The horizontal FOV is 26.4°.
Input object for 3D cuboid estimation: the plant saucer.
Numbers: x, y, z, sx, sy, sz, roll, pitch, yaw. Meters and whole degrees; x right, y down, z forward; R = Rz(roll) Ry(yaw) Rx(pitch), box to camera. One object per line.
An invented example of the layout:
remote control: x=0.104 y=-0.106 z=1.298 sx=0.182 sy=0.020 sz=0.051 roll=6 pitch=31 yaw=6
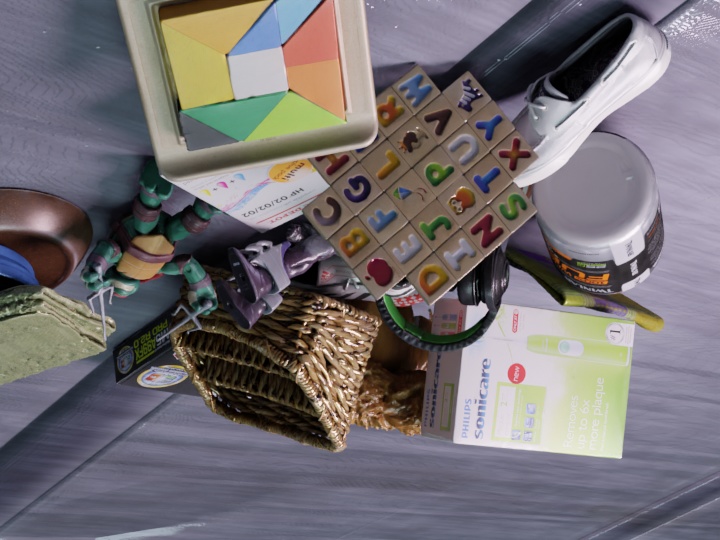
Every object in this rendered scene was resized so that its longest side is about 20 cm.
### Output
plant saucer: x=-0.352 y=-0.013 z=1.455 sx=0.199 sy=0.035 sz=0.201 roll=-9 pitch=155 yaw=-4

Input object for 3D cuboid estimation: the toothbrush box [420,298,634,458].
toothbrush box: x=0.173 y=0.112 z=1.587 sx=0.199 sy=0.147 sz=0.086 roll=9 pitch=176 yaw=-21

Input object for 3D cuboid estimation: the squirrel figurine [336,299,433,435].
squirrel figurine: x=0.031 y=0.105 z=1.676 sx=0.141 sy=0.201 sz=0.186 roll=-34 pitch=136 yaw=27

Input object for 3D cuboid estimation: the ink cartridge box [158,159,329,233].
ink cartridge box: x=-0.079 y=-0.100 z=1.359 sx=0.115 sy=0.068 sz=0.200 roll=-24 pitch=153 yaw=23

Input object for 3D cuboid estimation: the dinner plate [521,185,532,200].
dinner plate: x=0.091 y=-0.070 z=1.550 sx=0.199 sy=0.024 sz=0.200 roll=-10 pitch=156 yaw=-5

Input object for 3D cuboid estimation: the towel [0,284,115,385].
towel: x=-0.347 y=0.067 z=1.450 sx=0.199 sy=0.037 sz=0.148 roll=-20 pitch=154 yaw=13

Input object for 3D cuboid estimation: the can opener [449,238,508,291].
can opener: x=0.124 y=-0.019 z=1.571 sx=0.078 sy=0.064 sz=0.200 roll=-5 pitch=154 yaw=-15

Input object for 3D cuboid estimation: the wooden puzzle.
wooden puzzle: x=-0.083 y=-0.161 z=1.182 sx=0.184 sy=0.037 sz=0.201 roll=-11 pitch=131 yaw=-3

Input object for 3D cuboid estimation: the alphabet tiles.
alphabet tiles: x=0.054 y=-0.075 z=1.316 sx=0.200 sy=0.167 sz=0.006 roll=-40 pitch=-177 yaw=-17

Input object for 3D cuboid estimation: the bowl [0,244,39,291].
bowl: x=-0.398 y=0.028 z=1.434 sx=0.199 sy=0.040 sz=0.201 roll=-10 pitch=155 yaw=-5

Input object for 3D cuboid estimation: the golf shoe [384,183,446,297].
golf shoe: x=0.068 y=-0.068 z=1.362 sx=0.072 sy=0.201 sz=0.092 roll=22 pitch=-176 yaw=-5

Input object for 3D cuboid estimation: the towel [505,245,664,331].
towel: x=0.235 y=0.019 z=1.679 sx=0.199 sy=0.143 sz=0.023 roll=15 pitch=105 yaw=-48

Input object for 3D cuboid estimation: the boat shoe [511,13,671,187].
boat shoe: x=0.181 y=-0.151 z=1.354 sx=0.200 sy=0.072 sz=0.068 roll=-35 pitch=140 yaw=25

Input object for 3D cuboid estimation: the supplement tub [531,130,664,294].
supplement tub: x=0.241 y=-0.049 z=1.535 sx=0.122 sy=0.123 sz=0.200 roll=-16 pitch=159 yaw=9

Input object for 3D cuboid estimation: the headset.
headset: x=0.094 y=-0.018 z=1.471 sx=0.123 sy=0.094 sz=0.201 roll=29 pitch=116 yaw=2

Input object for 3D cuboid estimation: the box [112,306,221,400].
box: x=-0.155 y=0.092 z=1.747 sx=0.199 sy=0.045 sz=0.160 roll=15 pitch=143 yaw=-44

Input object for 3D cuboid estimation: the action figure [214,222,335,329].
action figure: x=-0.041 y=-0.024 z=1.439 sx=0.200 sy=0.070 sz=0.130 roll=-30 pitch=177 yaw=-33

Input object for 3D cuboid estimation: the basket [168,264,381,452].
basket: x=-0.103 y=0.086 z=1.545 sx=0.199 sy=0.150 sz=0.142 roll=14 pitch=175 yaw=39

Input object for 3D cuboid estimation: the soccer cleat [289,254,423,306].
soccer cleat: x=0.000 y=0.000 z=1.544 sx=0.199 sy=0.069 sz=0.085 roll=1 pitch=177 yaw=33

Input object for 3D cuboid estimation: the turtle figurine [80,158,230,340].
turtle figurine: x=-0.200 y=-0.015 z=1.445 sx=0.149 sy=0.101 sz=0.200 roll=-1 pitch=140 yaw=-38
